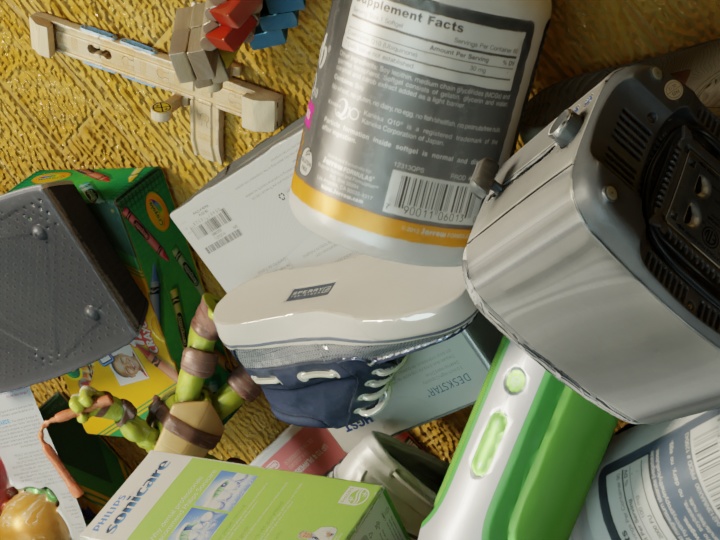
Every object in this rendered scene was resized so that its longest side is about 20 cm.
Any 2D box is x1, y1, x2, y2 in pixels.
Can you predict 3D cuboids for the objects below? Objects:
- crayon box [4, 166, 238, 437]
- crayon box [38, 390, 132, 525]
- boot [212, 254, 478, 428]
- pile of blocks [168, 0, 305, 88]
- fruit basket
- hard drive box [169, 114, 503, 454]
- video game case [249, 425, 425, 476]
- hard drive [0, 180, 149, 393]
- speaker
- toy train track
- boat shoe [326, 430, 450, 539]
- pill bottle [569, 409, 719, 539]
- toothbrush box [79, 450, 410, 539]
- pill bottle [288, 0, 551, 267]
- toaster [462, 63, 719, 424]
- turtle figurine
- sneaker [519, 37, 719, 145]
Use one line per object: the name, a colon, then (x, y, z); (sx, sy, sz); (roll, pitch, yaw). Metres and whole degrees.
crayon box: (-0.173, 0.025, 1.195); (0.118, 0.058, 0.201); (1, 120, 34)
crayon box: (-0.222, 0.210, 1.363); (0.200, 0.052, 0.126); (47, 135, -3)
boot: (0.006, 0.044, 0.978); (0.199, 0.073, 0.091); (-5, 125, 44)
pile of blocks: (-0.053, -0.167, 0.953); (0.082, 0.062, 0.200); (17, 135, -14)
fruit basket: (-0.278, 0.185, 1.306); (0.184, 0.093, 0.201); (-16, 94, 40)
hard drive box: (0.000, 0.000, 1.043); (0.155, 0.077, 0.201); (-26, 103, 43)
video game case: (0.022, 0.181, 1.195); (0.200, 0.017, 0.143); (45, 134, 0)
hard drive: (-0.241, 0.011, 1.162); (0.199, 0.042, 0.135); (-20, 108, 41)
speaker: (0.102, 0.094, 0.947); (0.088, 0.088, 0.201); (23, 92, 20)
toy train track: (-0.143, -0.128, 1.085); (0.199, 0.033, 0.115); (21, 130, 23)
boat shoe: (0.070, 0.160, 1.072); (0.199, 0.074, 0.066); (23, 113, -33)
pill bottle: (0.203, 0.133, 0.964); (0.120, 0.120, 0.200); (49, 135, -4)
toothbrush box: (-0.056, 0.202, 1.036); (0.199, 0.086, 0.146); (1, 129, 38)
pill bottle: (0.037, -0.112, 0.881); (0.116, 0.116, 0.201); (20, 107, 22)
toaster: (0.148, -0.001, 0.829); (0.200, 0.114, 0.129); (37, 146, -18)
turtle figurine: (-0.107, 0.107, 1.140); (0.199, 0.064, 0.162); (31, 99, -15)
sneaker: (0.190, -0.060, 0.884); (0.199, 0.075, 0.107); (-4, 128, 39)
